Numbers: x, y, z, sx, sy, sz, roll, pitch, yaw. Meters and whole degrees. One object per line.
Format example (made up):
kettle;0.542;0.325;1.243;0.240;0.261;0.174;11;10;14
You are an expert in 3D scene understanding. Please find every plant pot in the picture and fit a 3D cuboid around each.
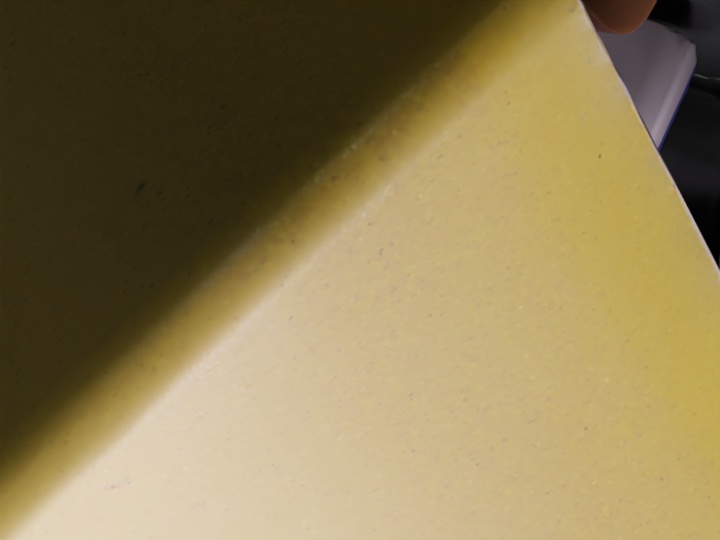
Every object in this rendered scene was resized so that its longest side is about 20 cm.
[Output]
plant pot;-0.037;0.020;0.683;0.200;0.176;0.200;37;165;47

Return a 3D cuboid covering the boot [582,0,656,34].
boot;-0.017;-0.131;0.738;0.155;0.077;0.200;16;169;30

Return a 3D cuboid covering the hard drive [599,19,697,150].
hard drive;0.000;0.000;0.844;0.131;0.201;0.025;21;163;17
